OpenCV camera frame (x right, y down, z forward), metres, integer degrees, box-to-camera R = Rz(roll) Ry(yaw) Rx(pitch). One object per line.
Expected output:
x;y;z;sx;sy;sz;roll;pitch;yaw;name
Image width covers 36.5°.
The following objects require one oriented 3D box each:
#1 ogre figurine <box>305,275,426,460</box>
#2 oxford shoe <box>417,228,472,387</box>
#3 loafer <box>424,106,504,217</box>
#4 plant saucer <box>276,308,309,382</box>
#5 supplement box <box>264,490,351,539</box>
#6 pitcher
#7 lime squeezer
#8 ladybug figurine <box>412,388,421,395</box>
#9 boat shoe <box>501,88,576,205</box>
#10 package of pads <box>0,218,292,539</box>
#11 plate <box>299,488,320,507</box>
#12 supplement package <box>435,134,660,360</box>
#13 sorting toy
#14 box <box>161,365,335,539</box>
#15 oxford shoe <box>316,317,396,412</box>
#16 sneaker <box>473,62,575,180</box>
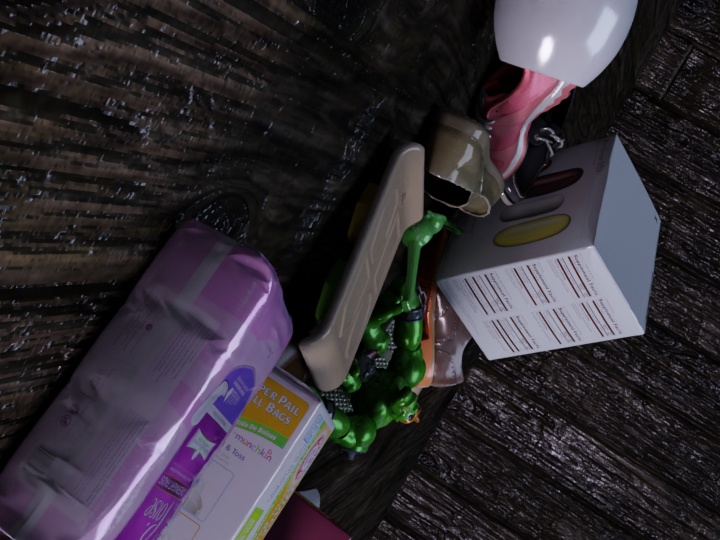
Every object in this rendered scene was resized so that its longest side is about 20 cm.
0.011;0.108;1.151;0.120;0.097;0.201;66;33;-34;ogre figurine
0.105;0.044;1.338;0.071;0.072;0.202;-133;-132;-72;oxford shoe
0.093;-0.095;1.086;0.068;0.076;0.200;-56;158;-8;loafer
-0.096;0.127;0.941;0.201;0.032;0.200;-55;168;-17;plant saucer
-0.079;0.253;1.048;0.086;0.110;0.200;-52;176;-11;supplement box
0.176;-0.269;0.932;0.171;0.121;0.201;0;111;-52;pitcher
0.076;-0.034;1.176;0.038;0.071;0.200;-24;-166;29;lime squeezer
0.076;0.096;1.454;0.136;0.072;0.201;-52;169;-50;ladybug figurine
0.205;-0.163;1.265;0.073;0.062;0.201;49;49;-39;boat shoe
-0.118;0.078;0.626;0.201;0.075;0.121;-56;165;-14;package of pads
-0.118;0.396;1.503;0.200;0.032;0.200;-59;169;-4;plate
0.224;-0.025;1.285;0.147;0.199;0.192;53;40;-32;supplement package
0.000;0.000;0.974;0.201;0.036;0.185;-63;169;-15;sorting toy
-0.114;0.154;0.758;0.201;0.101;0.113;-57;168;-11;box
0.003;0.124;1.262;0.058;0.075;0.200;-30;-168;46;oxford shoe
0.147;-0.171;1.171;0.086;0.074;0.201;3;133;-39;sneaker
